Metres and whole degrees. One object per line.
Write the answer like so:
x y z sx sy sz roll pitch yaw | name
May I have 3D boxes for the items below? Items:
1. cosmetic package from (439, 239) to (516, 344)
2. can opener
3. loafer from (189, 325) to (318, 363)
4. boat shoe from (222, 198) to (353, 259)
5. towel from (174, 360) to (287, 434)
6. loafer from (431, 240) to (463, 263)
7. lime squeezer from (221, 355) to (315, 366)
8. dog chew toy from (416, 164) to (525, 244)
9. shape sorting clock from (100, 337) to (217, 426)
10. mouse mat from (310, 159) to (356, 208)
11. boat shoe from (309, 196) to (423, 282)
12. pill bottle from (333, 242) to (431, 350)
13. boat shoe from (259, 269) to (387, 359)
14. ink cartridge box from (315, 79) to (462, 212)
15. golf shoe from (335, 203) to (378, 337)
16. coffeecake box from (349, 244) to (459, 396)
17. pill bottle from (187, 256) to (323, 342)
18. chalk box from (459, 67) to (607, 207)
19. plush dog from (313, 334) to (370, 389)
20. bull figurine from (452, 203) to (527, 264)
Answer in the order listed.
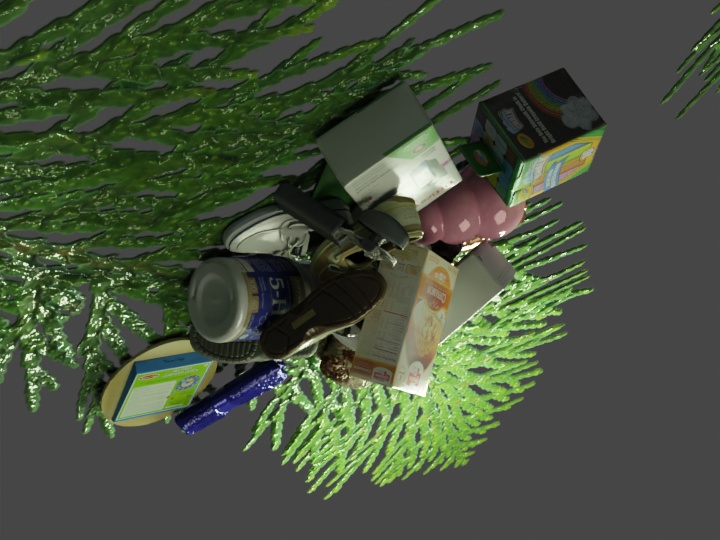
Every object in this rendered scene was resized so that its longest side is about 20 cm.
0.148 0.047 1.845 0.200 0.081 0.113 -41 179 26 | cosmetic package
-0.023 -0.070 1.540 0.067 0.199 0.053 -54 157 -8 | can opener
-0.166 0.111 1.771 0.198 0.076 0.070 6 171 -7 | loafer
-0.094 -0.052 1.614 0.198 0.067 0.074 -17 151 -24 | boat shoe
-0.214 0.213 1.941 0.199 0.050 0.148 -32 178 0 | towel
0.089 0.003 1.908 0.200 0.072 0.063 -38 -161 35 | loafer
-0.153 0.117 1.864 0.198 0.071 0.038 -6 -163 36 | lime squeezer
0.156 -0.097 1.791 0.198 0.125 0.125 -17 153 -13 | dog chew toy
-0.317 0.175 1.806 0.198 0.039 0.201 -25 150 -15 | shape sorting clock
0.002 -0.143 1.644 0.160 0.008 0.201 -16 152 -32 | mouse mat
0.007 -0.029 1.587 0.200 0.064 0.073 -33 154 33 | boat shoe
0.035 0.027 1.799 0.201 0.112 0.113 -57 169 -29 | pill bottle
-0.049 0.060 1.617 0.199 0.072 0.076 -27 169 9 | boat shoe
0.044 -0.149 1.569 0.145 0.088 0.200 -34 158 4 | ink cartridge box
0.000 0.000 1.690 0.072 0.091 0.202 26 74 -60 | golf shoe
0.066 0.073 1.672 0.153 0.072 0.202 26 78 -67 | coffeecake box
-0.142 0.039 1.669 0.199 0.120 0.120 -3 143 -49 | pill bottle
0.242 -0.190 1.709 0.198 0.125 0.124 -24 154 -17 | chalk box
-0.036 0.119 1.883 0.199 0.173 0.161 -6 145 -47 | plush dog
0.191 -0.074 1.932 0.199 0.065 0.122 -32 154 -2 | bull figurine
